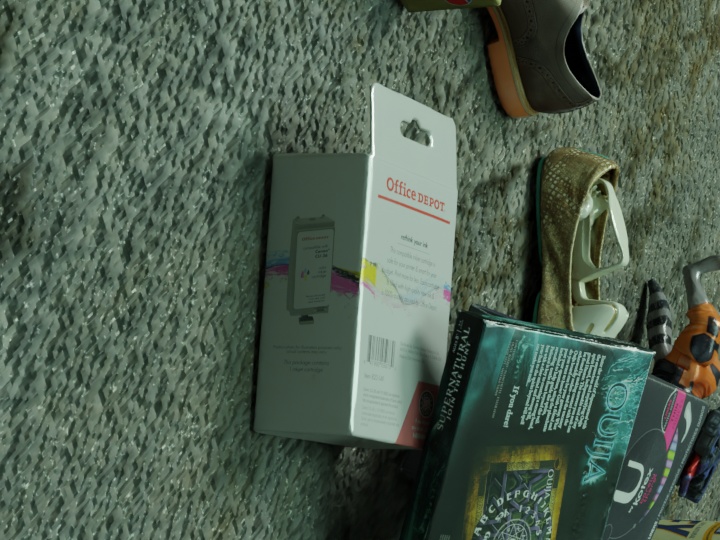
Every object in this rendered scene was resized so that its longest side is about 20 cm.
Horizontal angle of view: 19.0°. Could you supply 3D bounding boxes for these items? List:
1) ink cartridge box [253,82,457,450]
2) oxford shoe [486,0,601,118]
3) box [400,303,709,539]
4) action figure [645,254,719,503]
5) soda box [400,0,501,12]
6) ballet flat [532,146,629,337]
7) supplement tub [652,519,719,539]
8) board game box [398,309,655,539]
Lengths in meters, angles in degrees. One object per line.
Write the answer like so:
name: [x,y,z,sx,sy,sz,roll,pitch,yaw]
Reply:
ink cartridge box: [0.000,0.000,1.248,0.116,0.067,0.200,19,74,-61]
oxford shoe: [0.120,-0.202,1.474,0.071,0.073,0.200,-54,134,-50]
box: [0.132,0.109,1.418,0.200,0.106,0.122,21,91,-60]
action figure: [0.250,0.110,1.723,0.200,0.104,0.194,90,21,-61]
soda box: [0.067,-0.265,1.382,0.064,0.068,0.200,51,46,-49]
ballet flat: [0.160,0.010,1.549,0.070,0.065,0.200,4,86,-61]
supplement tub: [0.248,0.254,1.561,0.145,0.200,0.145,5,85,-62]
board game box: [0.092,0.131,1.276,0.135,0.028,0.200,11,97,-34]
